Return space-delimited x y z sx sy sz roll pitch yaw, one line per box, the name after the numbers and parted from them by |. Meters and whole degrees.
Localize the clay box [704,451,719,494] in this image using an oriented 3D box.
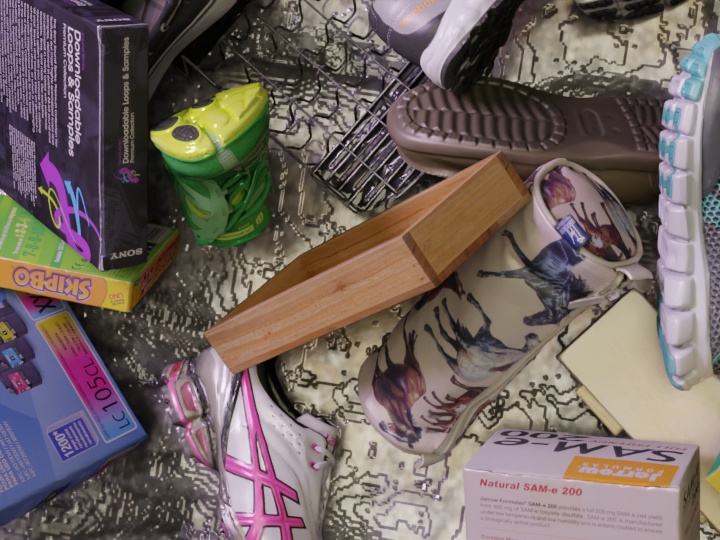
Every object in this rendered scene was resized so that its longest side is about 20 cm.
0.271 0.106 0.787 0.115 0.200 0.048 44 135 3 | clay box

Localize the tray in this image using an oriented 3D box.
0.000 0.000 0.811 0.099 0.200 0.037 -41 99 -40 | tray

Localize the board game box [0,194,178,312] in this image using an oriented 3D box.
-0.227 -0.020 0.898 0.199 0.096 0.030 13 114 6 | board game box

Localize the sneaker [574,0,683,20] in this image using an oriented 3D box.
0.209 -0.234 0.882 0.200 0.078 0.080 -38 65 -2 | sneaker

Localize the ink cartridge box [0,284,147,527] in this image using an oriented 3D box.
-0.249 0.095 0.841 0.076 0.200 0.137 -39 81 42 | ink cartridge box

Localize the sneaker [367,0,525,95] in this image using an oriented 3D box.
0.081 -0.197 0.854 0.079 0.074 0.200 32 60 17 | sneaker

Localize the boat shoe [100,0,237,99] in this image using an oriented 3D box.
-0.151 -0.145 0.871 0.200 0.066 0.070 -34 69 35 | boat shoe

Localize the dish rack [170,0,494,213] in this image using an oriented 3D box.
-0.018 -0.141 0.903 0.200 0.055 0.153 42 93 5 | dish rack

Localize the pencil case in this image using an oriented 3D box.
0.080 0.031 0.832 0.200 0.078 0.090 -50 49 30 | pencil case

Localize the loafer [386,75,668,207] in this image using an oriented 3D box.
0.112 -0.069 0.853 0.199 0.068 0.076 6 44 -6 | loafer

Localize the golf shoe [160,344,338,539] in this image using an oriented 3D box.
-0.050 0.135 0.879 0.092 0.073 0.200 -25 84 3 | golf shoe

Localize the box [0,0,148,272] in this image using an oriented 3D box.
-0.185 -0.100 0.841 0.036 0.200 0.143 -11 117 -32 | box

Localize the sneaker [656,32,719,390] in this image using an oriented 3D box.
0.211 -0.032 0.769 0.091 0.078 0.201 -2 110 5 | sneaker

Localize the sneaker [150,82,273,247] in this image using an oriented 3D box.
-0.078 -0.059 0.834 0.074 0.200 0.084 -25 91 -5 | sneaker

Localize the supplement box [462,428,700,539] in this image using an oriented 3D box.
0.132 0.201 0.815 0.126 0.074 0.201 3 104 23 | supplement box

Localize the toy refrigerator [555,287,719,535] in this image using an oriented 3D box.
0.208 0.108 0.849 0.070 0.076 0.200 -42 84 3 | toy refrigerator
